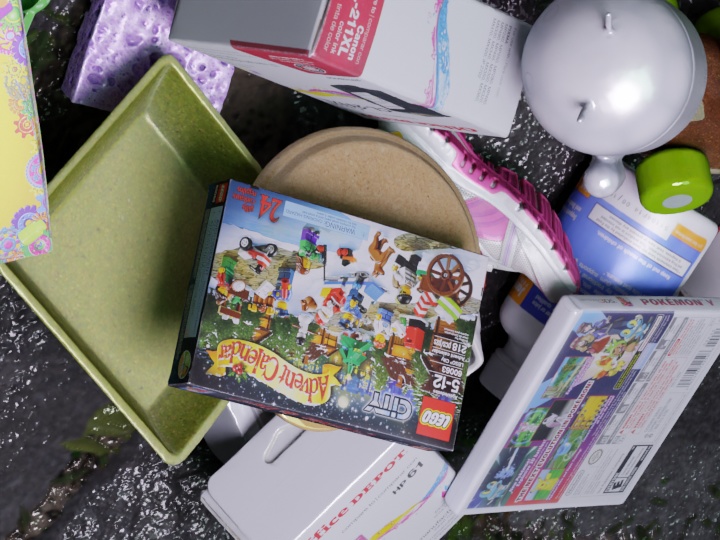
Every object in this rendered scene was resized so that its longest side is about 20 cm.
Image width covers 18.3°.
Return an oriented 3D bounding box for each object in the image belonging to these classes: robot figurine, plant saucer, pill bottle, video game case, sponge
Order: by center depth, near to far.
[{"bbox_3d":[0.171,-0.134,1.496,0.112,0.200,0.170,3,95,14],"label":"robot figurine"},{"bbox_3d":[-0.139,-0.006,1.503,0.200,0.048,0.200,52,58,-24],"label":"plant saucer"},{"bbox_3d":[-0.120,-0.199,1.515,0.111,0.030,0.201,12,107,-30],"label":"sponge"},{"bbox_3d":[0.174,0.100,1.669,0.182,0.023,0.200,1,129,-40],"label":"video game case"},{"bbox_3d":[0.176,0.021,1.708,0.112,0.112,0.200,28,98,-32],"label":"pill bottle"}]

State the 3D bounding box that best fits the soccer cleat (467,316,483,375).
[{"bbox_3d":[0.014,0.017,1.637,0.200,0.085,0.069,27,121,-35],"label":"soccer cleat"}]

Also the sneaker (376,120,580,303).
[{"bbox_3d":[0.075,-0.040,1.637,0.200,0.081,0.088,41,107,-3],"label":"sneaker"}]

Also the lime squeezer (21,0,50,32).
[{"bbox_3d":[-0.233,-0.203,1.448,0.070,0.038,0.201,-24,118,-39],"label":"lime squeezer"}]

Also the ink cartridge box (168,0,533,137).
[{"bbox_3d":[-0.002,-0.158,1.488,0.200,0.145,0.083,18,85,-45],"label":"ink cartridge box"}]

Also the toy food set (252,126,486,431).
[{"bbox_3d":[0.000,0.000,1.542,0.197,0.049,0.201,-22,95,-27],"label":"toy food set"}]

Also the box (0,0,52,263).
[{"bbox_3d":[-0.284,-0.122,1.374,0.122,0.193,0.201,-14,117,-20],"label":"box"}]

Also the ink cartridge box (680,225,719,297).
[{"bbox_3d":[0.381,0.014,1.820,0.200,0.083,0.147,31,97,-32],"label":"ink cartridge box"}]

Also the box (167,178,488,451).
[{"bbox_3d":[-0.018,0.032,1.481,0.199,0.038,0.137,16,78,-25],"label":"box"}]

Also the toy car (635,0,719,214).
[{"bbox_3d":[0.288,-0.150,1.601,0.157,0.165,0.200,6,153,-28],"label":"toy car"}]

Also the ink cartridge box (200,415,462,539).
[{"bbox_3d":[-0.012,0.167,1.651,0.145,0.085,0.200,-45,152,-1],"label":"ink cartridge box"}]

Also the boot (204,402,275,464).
[{"bbox_3d":[-0.092,0.039,1.623,0.095,0.073,0.201,-36,119,-35],"label":"boot"}]
